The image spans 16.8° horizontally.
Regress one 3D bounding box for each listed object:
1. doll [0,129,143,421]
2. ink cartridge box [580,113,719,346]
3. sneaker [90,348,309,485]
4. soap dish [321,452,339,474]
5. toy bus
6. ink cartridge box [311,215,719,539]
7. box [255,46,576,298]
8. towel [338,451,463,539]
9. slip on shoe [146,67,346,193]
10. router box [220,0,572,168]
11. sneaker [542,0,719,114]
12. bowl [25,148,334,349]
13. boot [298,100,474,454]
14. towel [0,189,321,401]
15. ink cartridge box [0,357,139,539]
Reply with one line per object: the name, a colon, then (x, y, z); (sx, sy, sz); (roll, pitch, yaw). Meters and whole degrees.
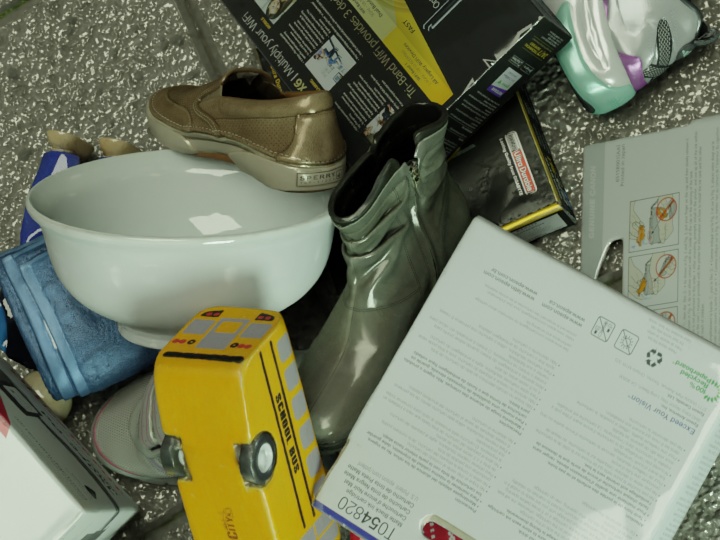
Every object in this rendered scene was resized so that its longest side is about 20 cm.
doll: (-0.197, 0.009, 1.660); (0.136, 0.048, 0.201); (9, 78, 14)
ink cartridge box: (0.218, 0.005, 1.522); (0.173, 0.043, 0.201); (-11, 70, 42)
sneaker: (-0.104, 0.084, 1.572); (0.199, 0.088, 0.082); (-19, 68, 33)
soap dish: (0.078, 0.124, 1.501); (0.200, 0.081, 0.158); (-36, 65, 14)
toy bus: (-0.063, 0.127, 1.442); (0.065, 0.201, 0.078); (3, 32, 29)
ink cartridge box: (0.099, 0.098, 1.407); (0.199, 0.041, 0.200); (30, 89, 28)
box: (0.034, -0.091, 1.610); (0.159, 0.049, 0.201); (-23, 68, 13)
towel: (0.083, 0.146, 1.436); (0.199, 0.022, 0.145); (-14, 70, 20)
slip on shoe: (-0.075, -0.101, 1.553); (0.200, 0.076, 0.061); (29, 125, 57)
router box: (0.016, -0.169, 1.573); (0.157, 0.052, 0.200); (-43, 64, 13)
sneaker: (0.165, -0.214, 1.592); (0.140, 0.078, 0.200); (-29, 75, 6)
bowl: (-0.105, -0.008, 1.511); (0.200, 0.201, 0.091); (6, 109, 21)
boot: (0.000, 0.000, 1.472); (0.068, 0.131, 0.200); (18, 62, 29)
towel: (-0.133, 0.000, 1.611); (0.199, 0.049, 0.112); (-25, 77, -6)
ink cartridge box: (-0.228, 0.125, 1.529); (0.083, 0.200, 0.145); (-43, 83, 0)
